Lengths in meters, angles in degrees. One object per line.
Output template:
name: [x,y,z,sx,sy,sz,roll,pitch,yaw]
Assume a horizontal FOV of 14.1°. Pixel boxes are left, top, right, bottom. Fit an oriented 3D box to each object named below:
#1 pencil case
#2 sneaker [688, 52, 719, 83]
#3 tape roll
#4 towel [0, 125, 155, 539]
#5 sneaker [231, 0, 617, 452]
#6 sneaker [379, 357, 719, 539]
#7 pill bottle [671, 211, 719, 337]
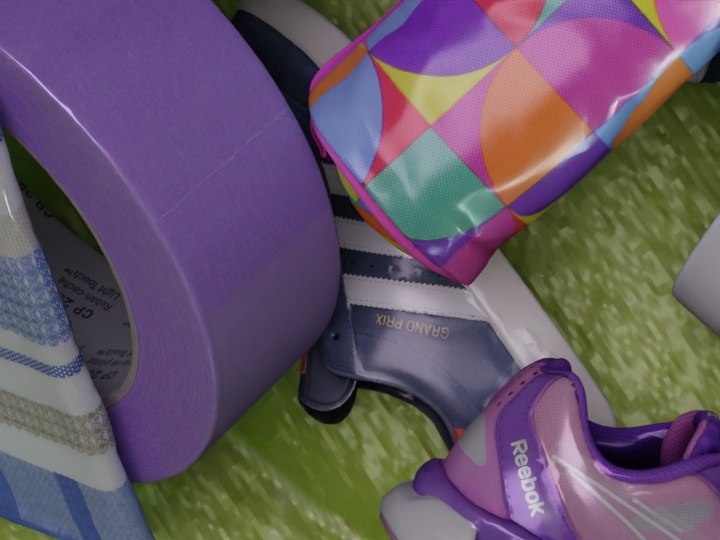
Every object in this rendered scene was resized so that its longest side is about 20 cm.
pencil case: [0.071,-0.087,0.901,0.200,0.088,0.088,-44,79,3]
sneaker: [0.058,-0.149,0.991,0.199,0.130,0.080,31,102,-26]
tape roll: [-0.103,-0.029,0.934,0.200,0.200,0.066,40,57,11]
towel: [-0.142,0.005,0.935,0.146,0.200,0.024,17,50,35]
sneaker: [0.000,0.000,0.979,0.084,0.075,0.200,-35,80,-1]
sneaker: [0.109,0.095,0.927,0.200,0.080,0.089,30,93,-10]
pill bottle: [0.204,0.034,0.924,0.200,0.116,0.116,39,90,11]
